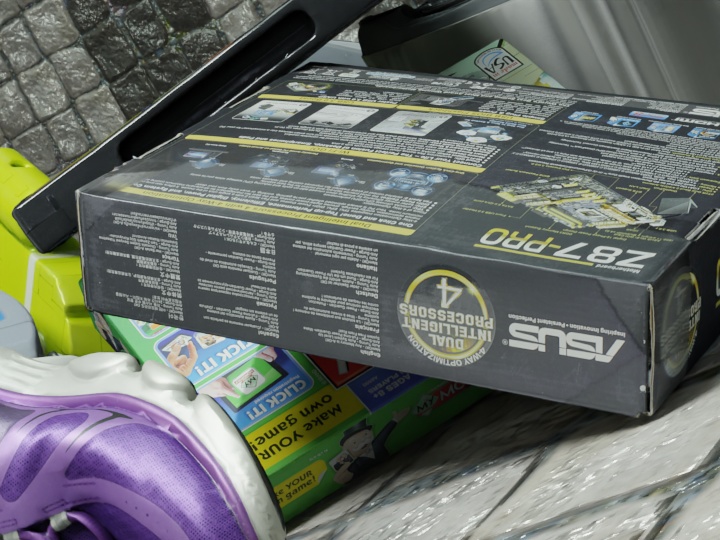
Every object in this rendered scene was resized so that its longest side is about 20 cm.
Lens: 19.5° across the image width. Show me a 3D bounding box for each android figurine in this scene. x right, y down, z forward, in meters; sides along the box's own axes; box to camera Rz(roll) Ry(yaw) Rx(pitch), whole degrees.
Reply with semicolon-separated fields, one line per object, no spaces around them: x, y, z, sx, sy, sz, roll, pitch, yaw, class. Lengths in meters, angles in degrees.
-0.161;0.040;0.995;0.041;0.183;0.200;-3;25;-30;android figurine

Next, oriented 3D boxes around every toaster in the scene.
0.100;-0.087;0.926;0.113;0.130;0.200;-35;12;-36;toaster

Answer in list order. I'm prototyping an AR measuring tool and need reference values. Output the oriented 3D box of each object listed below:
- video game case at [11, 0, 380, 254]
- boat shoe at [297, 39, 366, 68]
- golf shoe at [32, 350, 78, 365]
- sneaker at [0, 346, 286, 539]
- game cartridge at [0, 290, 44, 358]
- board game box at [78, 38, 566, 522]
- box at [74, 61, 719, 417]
-0.056;-0.078;0.876;0.180;0.026;0.200;-37;6;2;video game case
0.039;-0.076;1.058;0.201;0.075;0.086;8;8;-1;boat shoe
-0.110;0.081;0.729;0.077;0.095;0.200;-28;8;-1;golf shoe
-0.104;0.071;0.618;0.199;0.081;0.083;13;39;34;sneaker
-0.211;0.041;0.906;0.133;0.041;0.200;-11;14;-25;game cartridge
0.012;-0.001;0.782;0.199;0.029;0.135;-31;45;-15;board game box
0.032;-0.020;0.693;0.199;0.049;0.161;9;23;26;box
